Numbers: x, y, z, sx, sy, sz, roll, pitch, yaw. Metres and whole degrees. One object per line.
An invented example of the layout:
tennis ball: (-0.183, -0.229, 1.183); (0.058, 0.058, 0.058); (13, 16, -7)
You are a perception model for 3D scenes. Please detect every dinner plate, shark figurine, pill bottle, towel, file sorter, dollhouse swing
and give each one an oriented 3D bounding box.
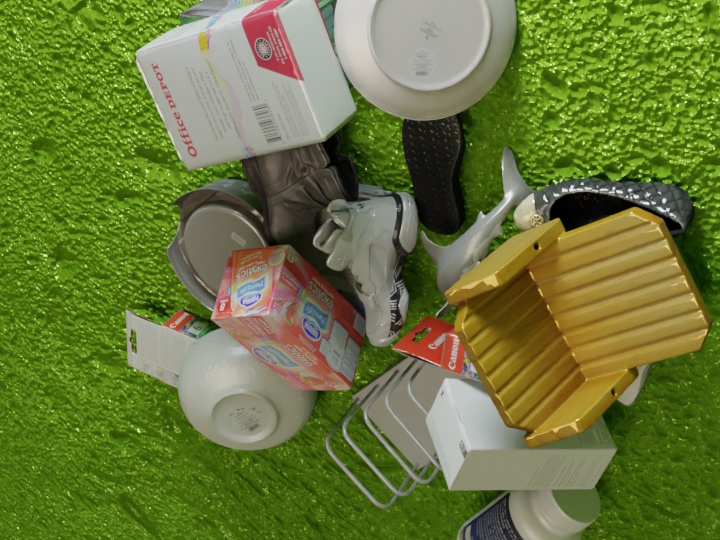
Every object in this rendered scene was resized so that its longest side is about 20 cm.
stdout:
dinner plate: (0.071, -0.257, 1.318); (0.198, 0.024, 0.202); (-3, 108, -8)
shark figurine: (0.117, -0.034, 1.455); (0.089, 0.128, 0.215); (40, 132, 15)
pill bottle: (0.221, 0.335, 1.636); (0.111, 0.111, 0.200); (42, 133, 1)
towel: (-0.017, -0.024, 1.608); (0.146, 0.024, 0.202); (10, 125, 27)
file sorter: (0.068, 0.203, 1.637); (0.139, 0.125, 0.200); (48, 133, -4)
dollhouse swing: (0.236, 0.058, 1.326); (0.175, 0.181, 0.201); (-14, 108, 52)

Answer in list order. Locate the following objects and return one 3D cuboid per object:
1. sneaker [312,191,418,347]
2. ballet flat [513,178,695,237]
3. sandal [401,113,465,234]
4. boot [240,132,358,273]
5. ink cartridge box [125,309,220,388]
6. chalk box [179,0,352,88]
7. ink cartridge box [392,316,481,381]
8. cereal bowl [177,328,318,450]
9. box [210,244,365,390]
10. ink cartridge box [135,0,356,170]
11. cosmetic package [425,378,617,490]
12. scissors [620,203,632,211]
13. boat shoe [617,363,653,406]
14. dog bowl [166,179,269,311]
sneaker: (0.000, 0.000, 1.519); (0.114, 0.075, 0.202); (-1, 116, -19)
ballet flat: (0.262, -0.064, 1.366); (0.198, 0.057, 0.067); (-3, 116, 22)
sandal: (0.091, -0.130, 1.462); (0.075, 0.048, 0.201); (17, 140, 20)
boot: (-0.057, -0.080, 1.537); (0.131, 0.070, 0.201); (-7, 122, 32)
ink cartridge box: (-0.248, 0.122, 1.832); (0.199, 0.050, 0.110); (21, 128, 20)
chalk box: (-0.086, -0.248, 1.436); (0.198, 0.124, 0.125); (12, 125, 27)
ink cartridge box: (0.151, 0.085, 1.503); (0.198, 0.109, 0.051); (18, 118, 22)
cereal bowl: (-0.158, 0.177, 1.739); (0.198, 0.084, 0.202); (1, 125, 1)
box: (-0.086, 0.064, 1.578); (0.094, 0.103, 0.200); (-5, 147, 32)
ink cartridge box: (-0.123, -0.203, 1.348); (0.199, 0.086, 0.149); (-6, 116, 35)
cosmetic package: (0.190, 0.196, 1.497); (0.198, 0.113, 0.082); (3, 132, -18)
scissors: (0.248, -0.019, 1.451); (0.073, 0.014, 0.201); (31, 133, 13)
boat shoe: (0.313, 0.071, 1.432); (0.064, 0.075, 0.203); (22, 136, 11)
dog bowl: (-0.165, -0.031, 1.673); (0.198, 0.059, 0.202); (16, 127, 22)
